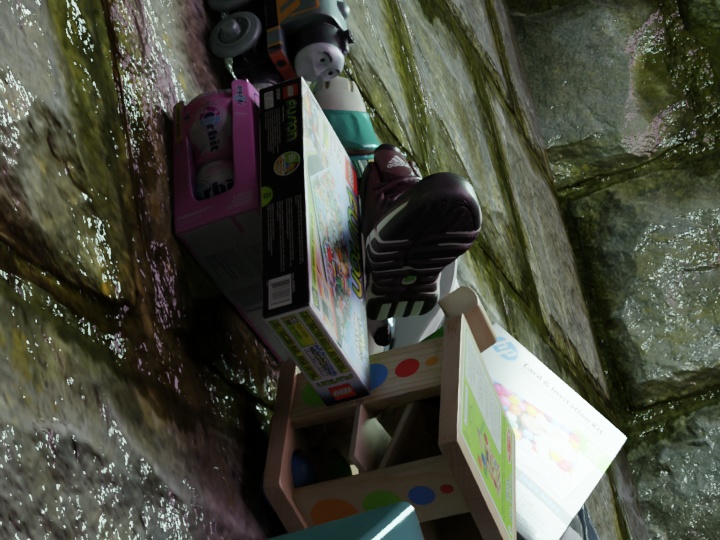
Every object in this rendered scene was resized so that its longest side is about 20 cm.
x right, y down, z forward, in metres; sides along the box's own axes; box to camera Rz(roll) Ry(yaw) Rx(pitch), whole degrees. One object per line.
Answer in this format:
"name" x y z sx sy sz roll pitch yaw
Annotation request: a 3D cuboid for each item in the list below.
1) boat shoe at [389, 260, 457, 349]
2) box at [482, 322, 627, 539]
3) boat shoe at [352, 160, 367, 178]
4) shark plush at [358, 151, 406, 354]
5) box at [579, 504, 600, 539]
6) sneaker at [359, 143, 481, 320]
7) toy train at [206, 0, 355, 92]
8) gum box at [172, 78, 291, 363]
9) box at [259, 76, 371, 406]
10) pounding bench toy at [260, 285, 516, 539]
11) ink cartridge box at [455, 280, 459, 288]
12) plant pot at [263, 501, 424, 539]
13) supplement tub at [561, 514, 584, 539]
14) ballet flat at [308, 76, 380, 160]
"boat shoe" 0.033 0.057 1.425 0.064 0.070 0.202 31 78 -71
"box" 0.122 0.146 1.413 0.156 0.041 0.200 41 35 6
"boat shoe" -0.022 -0.049 1.450 0.201 0.072 0.062 -83 156 -50
"shark plush" 0.000 0.000 1.370 0.083 0.090 0.202 39 45 -54
"box" 0.218 0.387 1.773 0.199 0.122 0.201 -92 160 -53
"sneaker" 0.029 -0.051 1.222 0.200 0.075 0.117 117 -32 -63
"toy train" -0.064 -0.224 1.407 0.085 0.113 0.202 56 20 -48
"gum box" -0.070 -0.034 1.239 0.200 0.065 0.115 56 22 -51
"box" -0.032 -0.022 1.166 0.110 0.034 0.202 57 23 -48
"pounding bench toy" 0.019 0.109 1.209 0.201 0.154 0.125 -84 154 -50
"ink cartridge box" 0.059 0.098 1.570 0.200 0.085 0.148 -55 127 -72
"plant pot" -0.044 0.224 0.870 0.200 0.140 0.143 -17 89 -70
"supplement tub" 0.139 0.269 1.508 0.123 0.121 0.201 -94 176 -45
"ballet flat" -0.030 -0.126 1.409 0.200 0.066 0.071 -164 -103 -76
